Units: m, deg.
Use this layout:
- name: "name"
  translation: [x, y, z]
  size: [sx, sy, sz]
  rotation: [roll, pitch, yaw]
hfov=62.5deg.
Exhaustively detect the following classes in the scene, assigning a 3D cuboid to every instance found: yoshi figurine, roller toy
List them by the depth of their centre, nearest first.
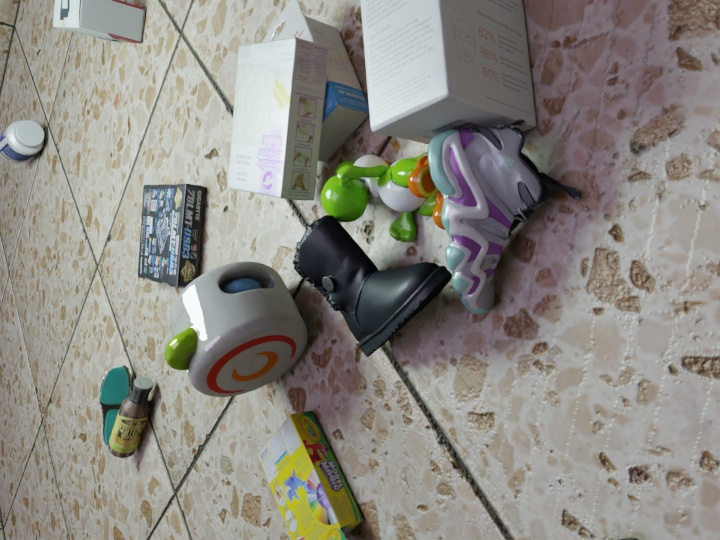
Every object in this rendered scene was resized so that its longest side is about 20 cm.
- name: "yoshi figurine"
  translation: [0.024, -0.090, 0.722]
  size: [0.199, 0.111, 0.114]
  rotation: [15, 107, 49]
- name: "roller toy"
  translation: [-0.181, 0.084, 0.881]
  size: [0.182, 0.200, 0.140]
  rotation: [-33, 60, 2]

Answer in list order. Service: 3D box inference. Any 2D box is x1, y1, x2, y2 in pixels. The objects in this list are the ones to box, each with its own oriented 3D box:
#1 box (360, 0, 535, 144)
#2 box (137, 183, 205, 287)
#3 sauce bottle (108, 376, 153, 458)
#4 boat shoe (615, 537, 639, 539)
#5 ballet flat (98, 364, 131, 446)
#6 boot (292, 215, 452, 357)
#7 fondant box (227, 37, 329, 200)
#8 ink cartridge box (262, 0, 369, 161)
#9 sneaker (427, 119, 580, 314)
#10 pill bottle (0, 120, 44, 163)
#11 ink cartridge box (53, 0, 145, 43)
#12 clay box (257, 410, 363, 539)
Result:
- name: "box"
  translation: [0.090, -0.243, 0.621]
  size: [0.106, 0.151, 0.202]
  rotation: [-12, 79, 47]
- name: "box"
  translation: [-0.387, -0.074, 1.203]
  size: [0.197, 0.049, 0.202]
  rotation: [7, 93, 46]
- name: "sauce bottle"
  translation: [-0.500, 0.320, 1.298]
  size: [0.065, 0.064, 0.201]
  rotation: [45, 121, 38]
- name: "boat shoe"
  translation: [0.249, 0.329, 0.488]
  size: [0.064, 0.070, 0.201]
  rotation: [-41, 58, 39]
- name: "ballet flat"
  translation: [-0.573, 0.308, 1.380]
  size: [0.071, 0.071, 0.202]
  rotation: [17, 101, 46]
- name: "boot"
  translation: [0.000, 0.000, 0.705]
  size: [0.168, 0.076, 0.200]
  rotation: [49, 146, 7]
- name: "fondant box"
  translation: [-0.117, -0.204, 0.813]
  size: [0.144, 0.058, 0.202]
  rotation: [16, 104, 47]
- name: "ink cartridge box"
  translation: [-0.071, -0.275, 0.855]
  size: [0.115, 0.067, 0.202]
  rotation: [-38, 63, 40]
- name: "sneaker"
  translation: [0.154, -0.052, 0.606]
  size: [0.139, 0.078, 0.202]
  rotation: [-9, 111, 17]
- name: "pill bottle"
  translation: [-1.109, -0.426, 1.945]
  size: [0.199, 0.110, 0.112]
  rotation: [-7, 84, 47]
- name: "ink cartridge box"
  translation: [-0.619, -0.596, 1.400]
  size: [0.199, 0.145, 0.084]
  rotation: [24, 108, 45]
- name: "clay box"
  translation: [-0.071, 0.320, 0.849]
  size: [0.115, 0.047, 0.201]
  rotation: [-52, 55, 32]
